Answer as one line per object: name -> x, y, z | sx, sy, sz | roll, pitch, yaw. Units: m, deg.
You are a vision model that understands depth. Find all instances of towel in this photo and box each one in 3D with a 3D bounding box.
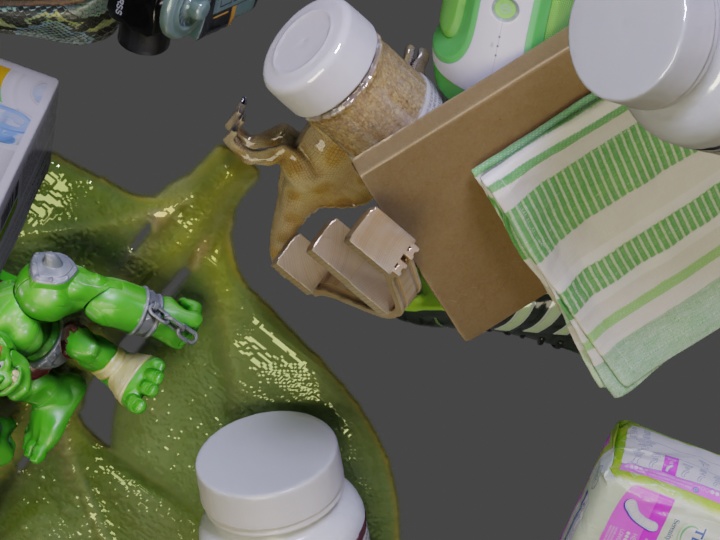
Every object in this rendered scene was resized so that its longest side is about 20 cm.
towel -> 0.168, -0.028, 1.550 | 0.152, 0.023, 0.200 | -34, 128, 2

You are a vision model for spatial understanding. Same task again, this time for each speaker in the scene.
speaker -> 0.094, -0.188, 1.500 | 0.088, 0.089, 0.201 | 14, 125, 5

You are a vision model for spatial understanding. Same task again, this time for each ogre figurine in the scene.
ogre figurine -> -0.214, 0.055, 1.738 | 0.199, 0.099, 0.120 | -18, 135, 41

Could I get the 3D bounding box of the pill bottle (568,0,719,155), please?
pill bottle -> 0.207, -0.116, 1.427 | 0.199, 0.111, 0.111 | 9, 137, -43

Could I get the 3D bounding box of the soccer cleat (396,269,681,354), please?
soccer cleat -> 0.111, 0.021, 1.646 | 0.199, 0.068, 0.081 | -5, 130, 16

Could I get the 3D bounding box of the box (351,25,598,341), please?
box -> 0.112, -0.061, 1.538 | 0.199, 0.021, 0.164 | -31, 134, 3

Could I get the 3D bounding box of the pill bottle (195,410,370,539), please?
pill bottle -> -0.046, 0.202, 1.771 | 0.113, 0.114, 0.201 | -1, 122, 15

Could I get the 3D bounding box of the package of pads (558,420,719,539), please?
package of pads -> 0.230, 0.195, 1.724 | 0.199, 0.068, 0.155 | 21, 126, 0

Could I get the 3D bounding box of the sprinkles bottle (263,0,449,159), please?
sprinkles bottle -> 0.030, -0.077, 1.566 | 0.068, 0.069, 0.200 | -29, 129, 28

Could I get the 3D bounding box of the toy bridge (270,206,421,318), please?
toy bridge -> 0.000, 0.000, 1.575 | 0.067, 0.027, 0.200 | 39, 167, -9

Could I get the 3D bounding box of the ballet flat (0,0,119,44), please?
ballet flat -> -0.234, -0.168, 1.613 | 0.199, 0.074, 0.075 | 9, 125, 19

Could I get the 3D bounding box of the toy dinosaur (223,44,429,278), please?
toy dinosaur -> -0.036, -0.067, 1.630 | 0.101, 0.058, 0.200 | 32, 124, -9

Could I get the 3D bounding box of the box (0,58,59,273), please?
box -> -0.300, -0.083, 1.641 | 0.199, 0.113, 0.102 | 20, 146, 1

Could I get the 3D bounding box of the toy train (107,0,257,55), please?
toy train -> -0.093, -0.221, 1.513 | 0.085, 0.114, 0.201 | 28, 124, 22
